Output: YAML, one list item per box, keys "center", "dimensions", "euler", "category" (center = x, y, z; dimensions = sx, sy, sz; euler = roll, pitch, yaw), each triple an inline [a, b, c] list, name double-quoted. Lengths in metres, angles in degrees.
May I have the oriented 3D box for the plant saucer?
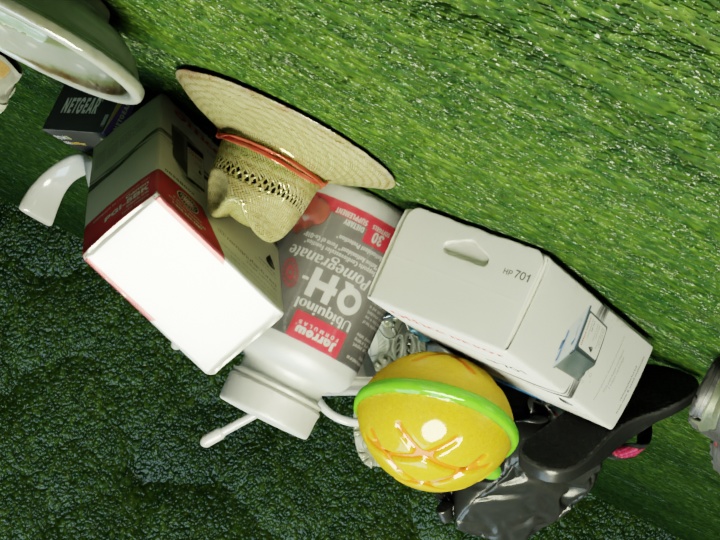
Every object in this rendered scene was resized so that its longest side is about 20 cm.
- center: [-0.233, -0.184, 1.431]
  dimensions: [0.199, 0.050, 0.200]
  euler: [26, 173, 4]
  category: "plant saucer"

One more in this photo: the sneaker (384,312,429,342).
- center: [0.000, 0.000, 1.785]
  dimensions: [0.199, 0.087, 0.078]
  euler: [23, 173, 33]
  category: "sneaker"

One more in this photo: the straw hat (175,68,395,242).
- center: [-0.074, -0.069, 1.544]
  dimensions: [0.200, 0.085, 0.201]
  euler: [27, 174, 3]
  category: "straw hat"

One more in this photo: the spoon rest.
- center: [-0.230, -0.075, 1.837]
  dimensions: [0.199, 0.061, 0.099]
  euler: [0, 157, 45]
  category: "spoon rest"

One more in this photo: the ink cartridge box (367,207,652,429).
- center: [0.122, 0.039, 1.625]
  dimensions: [0.146, 0.086, 0.200]
  euler: [21, 173, 37]
  category: "ink cartridge box"

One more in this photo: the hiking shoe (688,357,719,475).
- center: [0.332, 0.141, 1.625]
  dimensions: [0.100, 0.076, 0.200]
  euler: [26, 173, 34]
  category: "hiking shoe"

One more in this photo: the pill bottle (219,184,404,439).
- center: [-0.038, 0.032, 1.680]
  dimensions: [0.110, 0.201, 0.111]
  euler: [25, 173, 3]
  category: "pill bottle"

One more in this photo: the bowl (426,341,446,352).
- center: [0.091, 0.096, 1.982]
  dimensions: [0.199, 0.200, 0.108]
  euler: [21, 130, 38]
  category: "bowl"

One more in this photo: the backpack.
- center: [0.145, 0.133, 1.827]
  dimensions: [0.126, 0.167, 0.201]
  euler: [34, -149, -26]
  category: "backpack"

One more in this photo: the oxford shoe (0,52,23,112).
- center: [-0.336, -0.187, 1.821]
  dimensions: [0.075, 0.058, 0.200]
  euler: [22, -170, -17]
  category: "oxford shoe"

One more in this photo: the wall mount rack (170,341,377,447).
- center: [-0.064, 0.083, 1.780]
  dimensions: [0.173, 0.075, 0.201]
  euler: [0, -137, -23]
  category: "wall mount rack"

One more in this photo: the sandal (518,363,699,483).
- center: [0.205, 0.133, 1.697]
  dimensions: [0.075, 0.199, 0.045]
  euler: [24, 130, 40]
  category: "sandal"

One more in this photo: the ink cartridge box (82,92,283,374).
- center: [-0.139, -0.034, 1.618]
  dimensions: [0.147, 0.083, 0.200]
  euler: [45, -164, -24]
  category: "ink cartridge box"

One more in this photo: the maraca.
- center: [0.062, 0.131, 1.663]
  dimensions: [0.136, 0.108, 0.200]
  euler: [15, 157, 8]
  category: "maraca"

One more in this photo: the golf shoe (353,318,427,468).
- center: [0.030, 0.082, 1.914]
  dimensions: [0.078, 0.201, 0.097]
  euler: [7, -172, -14]
  category: "golf shoe"

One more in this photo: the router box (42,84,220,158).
- center: [-0.180, -0.108, 1.805]
  dimensions: [0.157, 0.052, 0.200]
  euler: [30, 173, -22]
  category: "router box"
